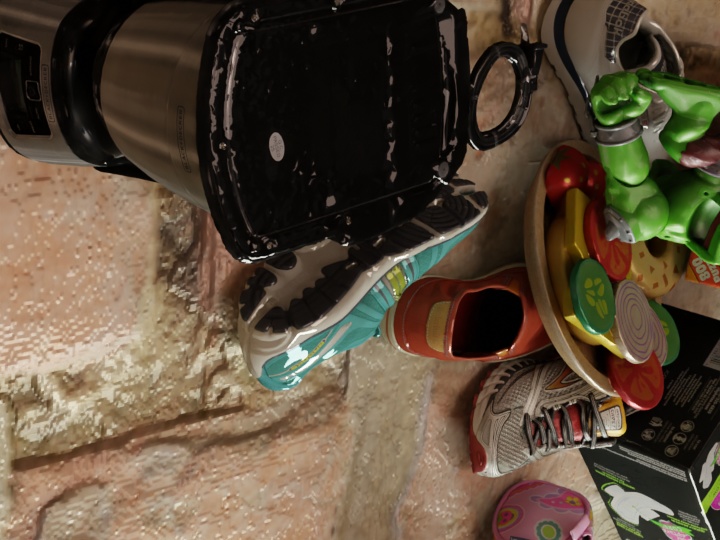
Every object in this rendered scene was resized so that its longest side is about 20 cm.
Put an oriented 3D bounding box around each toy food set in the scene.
[{"bbox_3d":[0.186,-0.001,0.941,0.199,0.048,0.200,32,55,-44],"label":"toy food set"}]

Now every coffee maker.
[{"bbox_3d":[-0.054,-0.087,0.605,0.191,0.199,0.136,10,98,-44],"label":"coffee maker"}]

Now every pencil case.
[{"bbox_3d":[0.160,0.266,1.026,0.087,0.087,0.202,-35,127,-33],"label":"pencil case"}]

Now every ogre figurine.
[{"bbox_3d":[0.240,-0.075,0.894,0.198,0.098,0.121,-7,116,-43],"label":"ogre figurine"}]

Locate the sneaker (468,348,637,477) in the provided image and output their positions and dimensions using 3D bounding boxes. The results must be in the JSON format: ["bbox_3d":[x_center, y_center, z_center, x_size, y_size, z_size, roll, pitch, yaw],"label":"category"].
[{"bbox_3d":[0.157,0.102,0.970,0.199,0.082,0.079,-25,121,-37],"label":"sneaker"}]

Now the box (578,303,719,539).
[{"bbox_3d":[0.291,0.156,1.095,0.149,0.124,0.201,-49,133,-23],"label":"box"}]

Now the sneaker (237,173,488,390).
[{"bbox_3d":[0.000,0.000,0.799,0.199,0.077,0.080,-36,145,-27],"label":"sneaker"}]

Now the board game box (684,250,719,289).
[{"bbox_3d":[0.395,-0.062,1.033,0.199,0.198,0.203,3,102,-70],"label":"board game box"}]

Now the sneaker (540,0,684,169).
[{"bbox_3d":[0.208,-0.134,0.949,0.200,0.080,0.077,41,72,-46],"label":"sneaker"}]

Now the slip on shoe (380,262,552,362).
[{"bbox_3d":[0.099,0.035,0.905,0.199,0.061,0.075,0,101,-47],"label":"slip on shoe"}]
